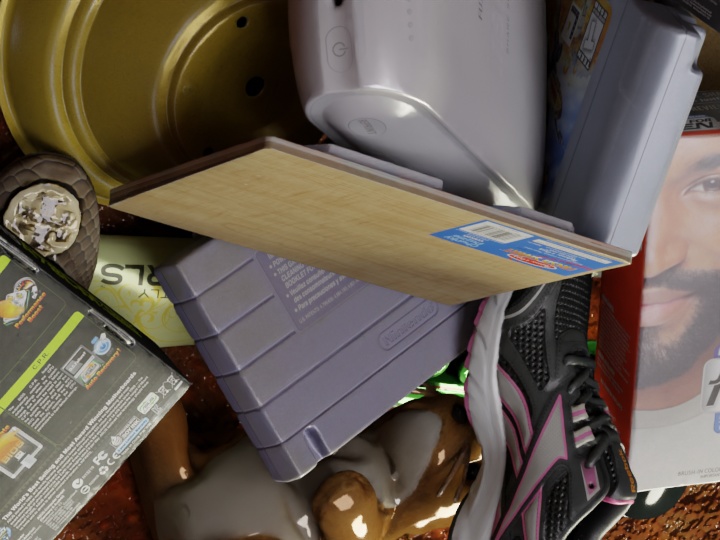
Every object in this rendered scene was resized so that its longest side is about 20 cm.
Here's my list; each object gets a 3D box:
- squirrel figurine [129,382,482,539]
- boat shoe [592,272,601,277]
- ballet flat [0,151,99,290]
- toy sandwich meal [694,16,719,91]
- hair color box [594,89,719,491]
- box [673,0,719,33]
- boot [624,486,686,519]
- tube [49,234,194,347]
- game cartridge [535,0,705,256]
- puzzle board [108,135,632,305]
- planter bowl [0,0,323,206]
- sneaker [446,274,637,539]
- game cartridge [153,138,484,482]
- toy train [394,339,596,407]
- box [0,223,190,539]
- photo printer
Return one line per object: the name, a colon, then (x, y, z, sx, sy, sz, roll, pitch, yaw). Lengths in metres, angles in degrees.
squirrel figurine: (-0.014, 0.135, 1.318, 0.186, 0.142, 0.200, -19, 144, -19)
boat shoe: (0.120, -0.028, 1.349, 0.200, 0.068, 0.072, -6, 122, -30)
ballet flat: (-0.175, 0.036, 1.183, 0.067, 0.046, 0.200, 18, 114, -16)
toy sandwich meal: (0.188, -0.091, 1.324, 0.205, 0.070, 0.206, 4, 82, -32)
hair color box: (0.183, 0.009, 1.255, 0.111, 0.064, 0.201, -5, 115, -13)
box: (0.190, -0.173, 1.214, 0.157, 0.200, 0.050, -1, 120, -32)
boot: (0.213, 0.096, 1.424, 0.073, 0.162, 0.199, -11, 124, -30)
tube: (-0.093, 0.012, 1.242, 0.200, 0.052, 0.058, 0, 77, -26)
game cartridge: (0.110, -0.092, 1.216, 0.041, 0.200, 0.133, 15, 111, -18)
puzzle board: (0.004, -0.023, 1.137, 0.200, 0.151, 0.017, 16, 73, -30)
planter bowl: (-0.067, -0.102, 1.163, 0.200, 0.083, 0.201, -17, 126, -25)
sneaker: (0.105, 0.091, 1.249, 0.080, 0.086, 0.201, 0, 97, -57)
game cartridge: (0.000, 0.000, 1.240, 0.200, 0.038, 0.130, -35, 97, -32)
toy train: (0.066, 0.060, 1.386, 0.200, 0.042, 0.056, 9, 125, -36)
box: (-0.208, 0.072, 1.132, 0.200, 0.048, 0.193, -49, 129, 1)
photo printer: (0.027, -0.123, 1.139, 0.200, 0.069, 0.167, 38, 50, -61)
